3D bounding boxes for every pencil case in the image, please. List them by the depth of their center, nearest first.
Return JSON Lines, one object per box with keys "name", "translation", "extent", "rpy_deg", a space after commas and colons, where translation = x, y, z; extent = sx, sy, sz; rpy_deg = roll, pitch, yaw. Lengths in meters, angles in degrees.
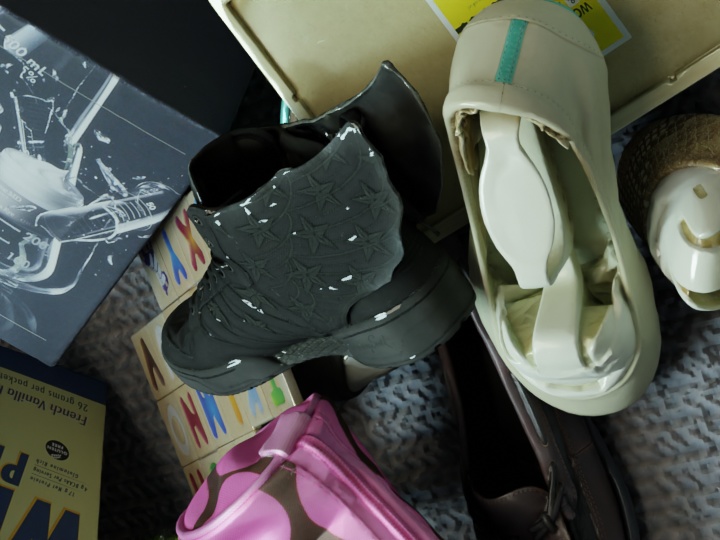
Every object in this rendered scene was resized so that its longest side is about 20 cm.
{"name": "pencil case", "translation": [0.023, 0.137, 1.053], "extent": [0.200, 0.091, 0.094], "rpy_deg": [43, 156, 1]}

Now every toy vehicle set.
{"name": "toy vehicle set", "translation": [0.056, -0.102, 0.980], "extent": [0.200, 0.027, 0.124], "rpy_deg": [-31, 101, 30]}

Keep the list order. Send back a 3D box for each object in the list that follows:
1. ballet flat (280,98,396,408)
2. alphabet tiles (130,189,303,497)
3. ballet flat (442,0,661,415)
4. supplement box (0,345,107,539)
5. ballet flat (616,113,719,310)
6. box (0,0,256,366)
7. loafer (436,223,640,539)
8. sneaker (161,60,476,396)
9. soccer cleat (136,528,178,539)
{"name": "ballet flat", "translation": [0.000, 0.000, 1.115], "extent": [0.068, 0.068, 0.201], "rpy_deg": [18, 138, 14]}
{"name": "alphabet tiles", "translation": [-0.059, 0.058, 1.200], "extent": [0.168, 0.008, 0.200], "rpy_deg": [68, 160, 4]}
{"name": "ballet flat", "translation": [0.066, -0.004, 0.977], "extent": [0.069, 0.069, 0.201], "rpy_deg": [26, 146, 40]}
{"name": "supplement box", "translation": [-0.222, 0.163, 1.291], "extent": [0.200, 0.134, 0.201], "rpy_deg": [-56, 23, 35]}
{"name": "ballet flat", "translation": [0.151, -0.004, 0.957], "extent": [0.199, 0.065, 0.071], "rpy_deg": [23, 121, 42]}
{"name": "box", "translation": [-0.167, -0.087, 1.178], "extent": [0.199, 0.104, 0.182], "rpy_deg": [30, 135, -11]}
{"name": "loafer", "translation": [0.059, 0.069, 1.085], "extent": [0.072, 0.063, 0.201], "rpy_deg": [-4, 100, 49]}
{"name": "sneaker", "translation": [-0.030, -0.013, 1.013], "extent": [0.199, 0.060, 0.104], "rpy_deg": [-8, 128, 50]}
{"name": "soccer cleat", "translation": [-0.116, 0.184, 1.326], "extent": [0.081, 0.067, 0.200], "rpy_deg": [56, 144, 5]}
